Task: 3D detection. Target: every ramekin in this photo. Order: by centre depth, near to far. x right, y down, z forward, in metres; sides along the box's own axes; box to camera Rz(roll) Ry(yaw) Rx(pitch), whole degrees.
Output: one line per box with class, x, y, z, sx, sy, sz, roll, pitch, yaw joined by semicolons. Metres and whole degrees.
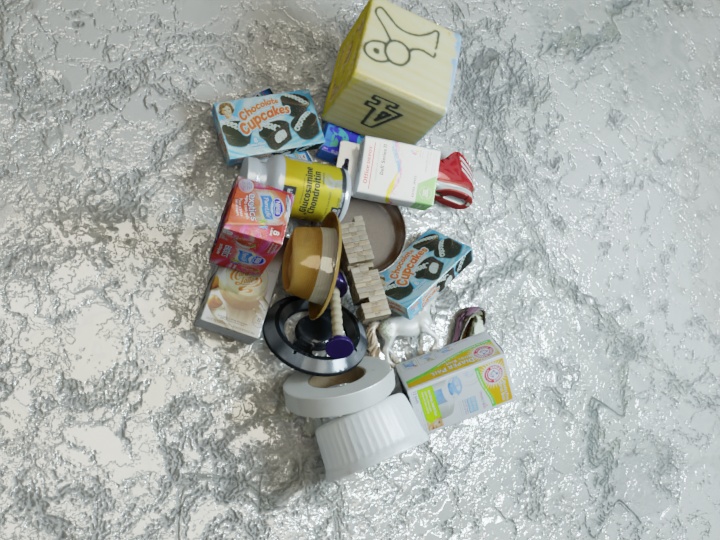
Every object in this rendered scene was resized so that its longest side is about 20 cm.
ramekin;0.015;0.298;1.263;0.199;0.201;0.098;-18;77;-24

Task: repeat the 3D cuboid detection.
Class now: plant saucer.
plant saucer;-0.005;-0.081;1.420;0.198;0.032;0.202;4;71;-11

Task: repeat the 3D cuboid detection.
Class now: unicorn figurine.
unicorn figurine;0.102;0.116;1.404;0.198;0.074;0.139;-11;85;-26

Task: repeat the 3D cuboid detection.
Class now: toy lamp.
toy lamp;-0.047;0.070;1.297;0.058;0.058;0.201;14;37;-18

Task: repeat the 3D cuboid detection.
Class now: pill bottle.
pill bottle;-0.126;-0.156;1.326;0.198;0.112;0.113;9;74;-21

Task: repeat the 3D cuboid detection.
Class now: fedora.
fedora;-0.094;-0.014;1.265;0.081;0.200;0.202;11;73;-17

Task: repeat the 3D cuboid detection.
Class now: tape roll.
tape roll;-0.039;0.206;1.260;0.201;0.202;0.037;-14;102;-23

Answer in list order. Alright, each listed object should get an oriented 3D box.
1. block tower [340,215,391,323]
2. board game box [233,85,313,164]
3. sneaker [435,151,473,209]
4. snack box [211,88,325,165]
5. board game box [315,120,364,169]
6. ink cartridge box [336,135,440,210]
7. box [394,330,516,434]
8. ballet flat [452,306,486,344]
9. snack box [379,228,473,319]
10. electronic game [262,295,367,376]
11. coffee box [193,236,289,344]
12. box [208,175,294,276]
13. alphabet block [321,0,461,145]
block tower;0.000;0.000;1.350;0.057;0.054;0.202;-10;74;-17
board game box;-0.187;-0.256;1.403;0.126;0.035;0.201;-30;89;-24
sneaker;0.156;-0.215;1.521;0.199;0.078;0.116;25;52;-14
snack box;-0.179;-0.282;1.372;0.199;0.037;0.117;-15;83;-22
board game box;0.003;-0.308;1.484;0.151;0.045;0.202;18;70;-16
ink cartridge box;0.051;-0.197;1.405;0.198;0.067;0.118;9;86;-9
box;0.182;0.214;1.344;0.198;0.101;0.113;-20;113;-4
ballet flat;0.221;0.167;1.440;0.069;0.071;0.202;20;71;-19
snack box;0.121;0.003;1.415;0.200;0.116;0.037;-41;138;-24
electronic game;-0.083;0.117;1.304;0.198;0.042;0.201;12;38;-10
coffee box;-0.220;0.020;1.299;0.114;0.080;0.202;20;71;-16
box;-0.187;-0.068;1.179;0.099;0.200;0.096;16;70;-14
alphabet block;0.060;-0.384;1.395;0.199;0.196;0.197;20;67;-16
